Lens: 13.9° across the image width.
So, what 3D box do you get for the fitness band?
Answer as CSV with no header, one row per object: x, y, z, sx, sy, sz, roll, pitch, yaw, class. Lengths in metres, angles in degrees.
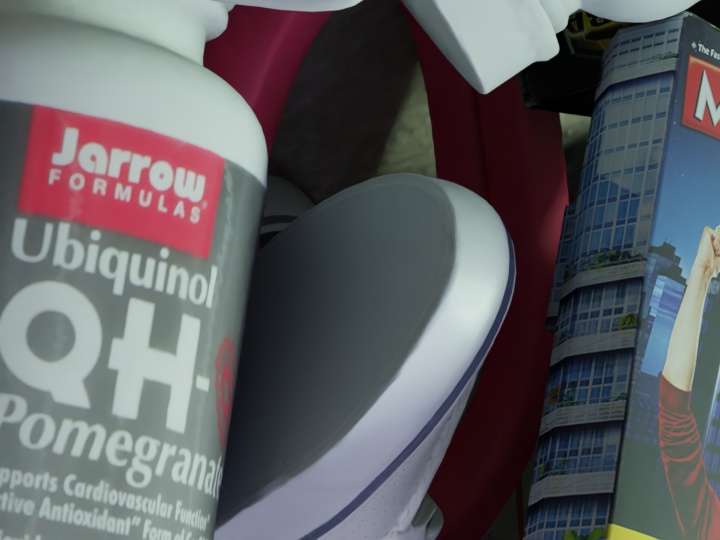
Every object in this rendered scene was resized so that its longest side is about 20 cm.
0.000,0.000,0.783,0.144,0.037,0.201,-39,133,-38,fitness band

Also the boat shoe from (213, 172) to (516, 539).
-0.016,0.059,0.709,0.070,0.071,0.200,20,121,-33,boat shoe

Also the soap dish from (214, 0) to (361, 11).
-0.075,-0.133,0.522,0.199,0.081,0.158,10,138,9,soap dish

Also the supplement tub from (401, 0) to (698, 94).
0.072,-0.146,0.645,0.200,0.145,0.145,-36,145,1,supplement tub

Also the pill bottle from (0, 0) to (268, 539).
-0.080,0.008,0.656,0.110,0.110,0.201,20,74,-50,pill bottle

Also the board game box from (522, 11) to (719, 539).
0.114,0.022,0.728,0.061,0.201,0.200,-8,156,45,board game box

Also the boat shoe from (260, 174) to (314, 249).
-0.027,0.058,0.866,0.070,0.066,0.201,-19,142,-21,boat shoe

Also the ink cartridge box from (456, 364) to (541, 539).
0.068,0.100,0.940,0.068,0.117,0.200,-15,150,22,ink cartridge box

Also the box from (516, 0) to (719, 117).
0.156,-0.088,0.765,0.199,0.046,0.159,-20,169,30,box
